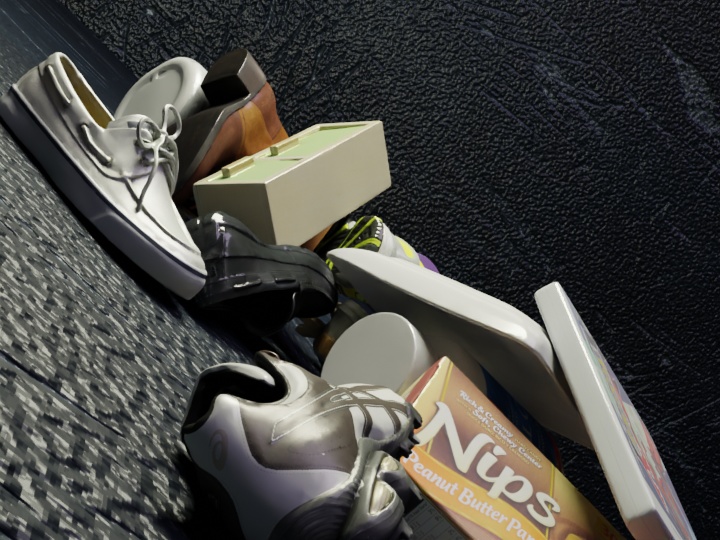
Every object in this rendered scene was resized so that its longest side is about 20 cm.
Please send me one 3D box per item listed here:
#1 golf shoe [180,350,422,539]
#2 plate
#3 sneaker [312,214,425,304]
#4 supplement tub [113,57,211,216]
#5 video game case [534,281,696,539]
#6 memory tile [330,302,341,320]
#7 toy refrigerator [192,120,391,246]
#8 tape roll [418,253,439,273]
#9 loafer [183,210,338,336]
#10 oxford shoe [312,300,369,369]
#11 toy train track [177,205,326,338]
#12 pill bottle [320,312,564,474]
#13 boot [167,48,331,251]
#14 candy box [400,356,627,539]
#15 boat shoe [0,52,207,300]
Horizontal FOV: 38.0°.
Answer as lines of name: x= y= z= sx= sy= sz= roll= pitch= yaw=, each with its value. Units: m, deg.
golf shoe: x=-0.026 y=0.067 z=0.448 sx=0.094 sy=0.078 sz=0.200 roll=44 pitch=0 yaw=-3
plate: x=0.090 y=0.055 z=0.784 sx=0.198 sy=0.033 sz=0.200 roll=25 pitch=-15 yaw=40
sneaker: x=0.000 y=0.000 z=0.918 sx=0.076 sy=0.076 sz=0.200 roll=38 pitch=-4 yaw=-15
supplement tub: x=-0.144 y=-0.104 z=1.042 sx=0.200 sy=0.123 sz=0.123 roll=43 pitch=2 yaw=-39
video game case: x=0.185 y=0.130 z=0.696 sx=0.183 sy=0.023 sz=0.201 roll=53 pitch=16 yaw=-36
memory tile: x=0.041 y=0.130 z=0.985 sx=0.200 sy=0.017 sz=0.154 roll=45 pitch=-18 yaw=36
toy refrigerator: x=-0.053 y=-0.077 z=0.907 sx=0.200 sy=0.075 sz=0.071 roll=-37 pitch=123 yaw=-53
tape roll: x=0.126 y=0.054 z=2.839 sx=0.200 sy=0.201 sz=0.065 roll=44 pitch=-25 yaw=-16
loafer: x=-0.072 y=0.016 z=0.774 sx=0.200 sy=0.067 sz=0.072 roll=26 pitch=47 yaw=-63
oxford shoe: x=0.004 y=0.102 z=0.895 sx=0.075 sy=0.058 sz=0.201 roll=38 pitch=-18 yaw=36
toy train track: x=-0.112 y=0.001 z=0.914 sx=0.199 sy=0.033 sz=0.115 roll=40 pitch=7 yaw=13
pill bottle: x=0.059 y=0.118 z=0.764 sx=0.200 sy=0.112 sz=0.112 roll=43 pitch=2 yaw=-39
boot: x=-0.102 y=-0.068 z=0.958 sx=0.201 sy=0.067 sz=0.190 roll=60 pitch=32 yaw=-35
candy box: x=0.087 y=0.159 z=0.610 sx=0.200 sy=0.055 sz=0.115 roll=44 pitch=31 yaw=1
boat shoe: x=-0.151 y=-0.074 z=0.682 sx=0.202 sy=0.086 sz=0.075 roll=45 pitch=2 yaw=24
